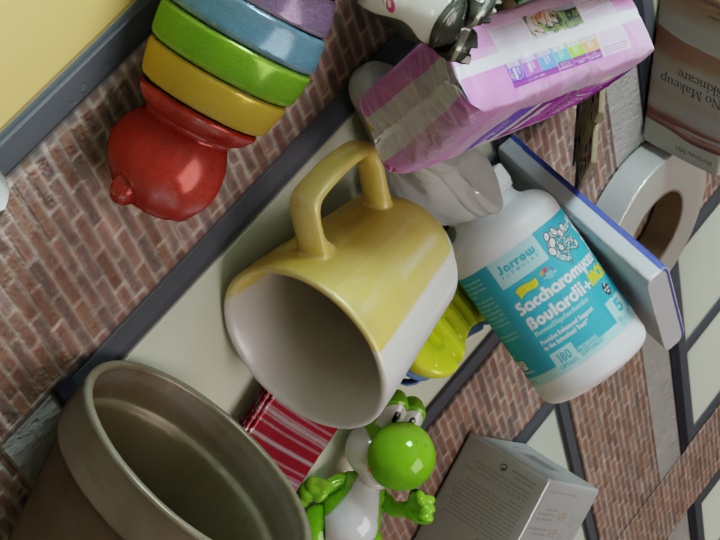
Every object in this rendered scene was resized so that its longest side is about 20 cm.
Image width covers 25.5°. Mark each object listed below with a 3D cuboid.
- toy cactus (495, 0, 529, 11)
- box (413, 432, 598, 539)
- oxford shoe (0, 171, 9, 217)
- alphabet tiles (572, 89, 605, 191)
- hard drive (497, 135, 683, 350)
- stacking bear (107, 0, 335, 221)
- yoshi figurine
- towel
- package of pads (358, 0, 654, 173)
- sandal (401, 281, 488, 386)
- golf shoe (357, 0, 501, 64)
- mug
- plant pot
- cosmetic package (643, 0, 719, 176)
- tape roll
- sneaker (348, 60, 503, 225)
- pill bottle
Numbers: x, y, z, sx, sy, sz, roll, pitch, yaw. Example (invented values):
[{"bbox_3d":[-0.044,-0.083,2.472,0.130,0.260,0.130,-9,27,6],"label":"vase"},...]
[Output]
[{"bbox_3d":[0.129,-0.228,1.267,0.200,0.102,0.165,-24,145,-57],"label":"toy cactus"},{"bbox_3d":[0.143,0.291,1.704,0.201,0.106,0.152,-62,150,3],"label":"box"},{"bbox_3d":[-0.281,0.007,0.894,0.200,0.071,0.071,-44,174,-25],"label":"oxford shoe"},{"bbox_3d":[0.198,-0.160,1.373,0.200,0.006,0.167,80,15,-81],"label":"alphabet tiles"},{"bbox_3d":[0.208,-0.025,1.434,0.025,0.200,0.132,-40,147,-6],"label":"hard drive"},{"bbox_3d":[-0.093,-0.125,1.004,0.121,0.114,0.200,11,111,-58],"label":"stacking bear"},{"bbox_3d":[0.007,0.207,1.426,0.112,0.112,0.201,14,102,-59],"label":"yoshi figurine"},{"bbox_3d":[-0.088,0.170,1.344,0.200,0.022,0.145,-55,152,-4],"label":"towel"},{"bbox_3d":[0.106,-0.144,1.170,0.200,0.076,0.120,-23,176,-36],"label":"package of pads"},{"bbox_3d":[0.076,0.040,1.439,0.200,0.080,0.087,-38,-179,-44],"label":"sandal"},{"bbox_3d":[0.030,-0.214,1.066,0.088,0.200,0.077,15,117,-20],"label":"golf shoe"},{"bbox_3d":[0.005,0.008,1.218,0.153,0.149,0.187,-45,171,-38],"label":"mug"},{"bbox_3d":[-0.163,0.193,1.114,0.174,0.200,0.200,-48,152,13],"label":"plant pot"},{"bbox_3d":[0.353,-0.210,1.589,0.087,0.103,0.201,-36,140,-32],"label":"cosmetic package"},{"bbox_3d":[0.304,-0.046,1.721,0.203,0.037,0.203,-37,143,-34],"label":"tape roll"},{"bbox_3d":[0.033,-0.086,1.264,0.088,0.075,0.200,-22,141,23],"label":"sneaker"},{"bbox_3d":[0.150,0.008,1.382,0.111,0.200,0.111,-36,-177,2],"label":"pill bottle"}]
